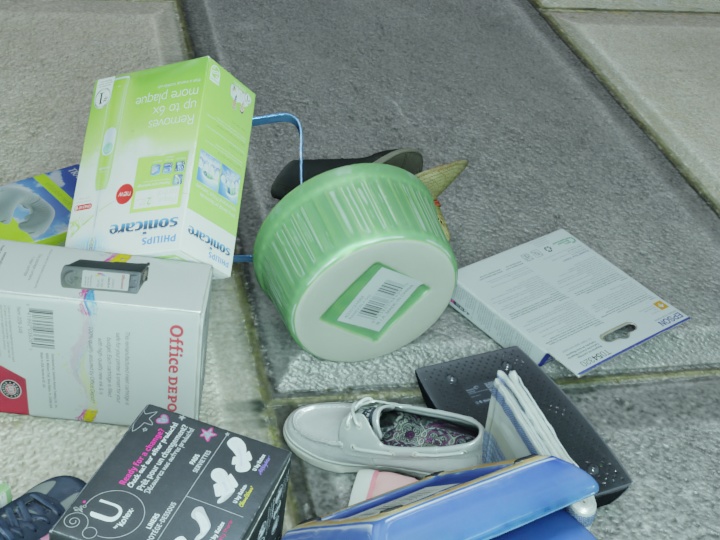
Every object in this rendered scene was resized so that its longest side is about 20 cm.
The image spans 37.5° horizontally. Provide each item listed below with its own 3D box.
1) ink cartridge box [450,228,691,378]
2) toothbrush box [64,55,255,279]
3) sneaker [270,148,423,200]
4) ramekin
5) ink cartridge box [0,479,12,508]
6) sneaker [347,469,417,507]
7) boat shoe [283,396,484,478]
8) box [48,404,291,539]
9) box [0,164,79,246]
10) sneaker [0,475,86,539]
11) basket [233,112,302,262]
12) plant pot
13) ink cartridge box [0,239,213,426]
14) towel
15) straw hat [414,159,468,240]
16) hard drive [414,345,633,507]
[{"bbox_3d":[0.227,0.042,1.179,0.196,0.043,0.200,-19,46,-35],"label":"ink cartridge box"},{"bbox_3d":[-0.195,-0.093,1.038,0.146,0.086,0.200,-4,70,29],"label":"toothbrush box"},{"bbox_3d":[-0.013,-0.122,1.330,0.106,0.075,0.200,24,33,34],"label":"sneaker"},{"bbox_3d":[0.000,0.000,1.064,0.200,0.200,0.098,-8,46,-21],"label":"ramekin"},{"bbox_3d":[-0.403,0.184,0.846,0.200,0.048,0.146,23,38,20],"label":"ink cartridge box"},{"bbox_3d":[0.033,0.236,0.838,0.105,0.075,0.200,7,31,7],"label":"sneaker"},{"bbox_3d":[0.020,0.145,0.944,0.200,0.069,0.072,12,50,25],"label":"boat shoe"},{"bbox_3d":[-0.129,0.216,0.727,0.115,0.200,0.132,17,36,10],"label":"box"},{"bbox_3d":[-0.354,-0.056,1.192,0.200,0.048,0.122,-24,47,-36],"label":"box"},{"bbox_3d":[-0.272,0.211,0.806,0.070,0.082,0.200,19,37,15],"label":"sneaker"},{"bbox_3d":[-0.158,-0.089,1.169,0.200,0.139,0.176,-4,68,0],"label":"basket"},{"bbox_3d":[0.059,0.230,0.693,0.200,0.200,0.180,-14,83,-29],"label":"plant pot"},{"bbox_3d":[-0.241,0.061,0.966,0.200,0.148,0.086,6,36,-5],"label":"ink cartridge box"},{"bbox_3d":[0.129,0.193,0.812,0.024,0.200,0.147,-10,39,-15],"label":"towel"},{"bbox_3d":[0.051,-0.044,1.215,0.201,0.201,0.085,-21,83,-34],"label":"straw hat"},{"bbox_3d":[0.147,0.156,1.002,0.135,0.042,0.200,-11,40,-24],"label":"hard drive"}]
